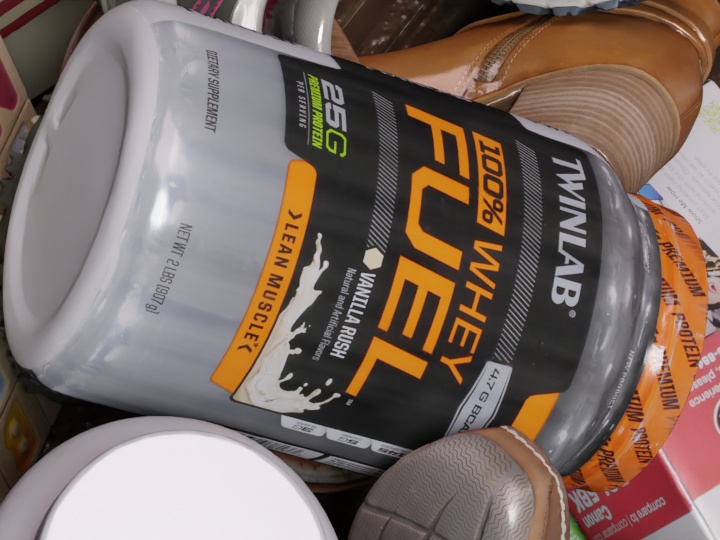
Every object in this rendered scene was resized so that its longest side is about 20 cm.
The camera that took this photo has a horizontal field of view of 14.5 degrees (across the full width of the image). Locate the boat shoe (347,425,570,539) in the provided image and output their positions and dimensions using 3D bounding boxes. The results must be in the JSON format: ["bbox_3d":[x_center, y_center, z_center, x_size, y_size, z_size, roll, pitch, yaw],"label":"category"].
[{"bbox_3d":[0.040,0.111,0.888,0.072,0.200,0.076,-25,59,-25],"label":"boat shoe"}]

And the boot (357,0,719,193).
[{"bbox_3d":[0.035,-0.068,1.081,0.199,0.074,0.155,8,32,20],"label":"boot"}]

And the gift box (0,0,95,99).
[{"bbox_3d":[-0.177,-0.135,0.998,0.200,0.185,0.186,41,56,22],"label":"gift box"}]

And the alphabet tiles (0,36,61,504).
[{"bbox_3d":[-0.138,0.004,0.921,0.006,0.200,0.167,4,51,21],"label":"alphabet tiles"}]

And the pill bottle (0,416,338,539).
[{"bbox_3d":[-0.064,0.105,0.851,0.110,0.200,0.112,2,76,-10],"label":"pill bottle"}]

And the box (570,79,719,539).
[{"bbox_3d":[0.107,0.028,1.059,0.200,0.036,0.144,-31,70,-30],"label":"box"}]

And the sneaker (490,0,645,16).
[{"bbox_3d":[0.058,-0.160,1.083,0.077,0.087,0.200,-22,35,-32],"label":"sneaker"}]

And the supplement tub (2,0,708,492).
[{"bbox_3d":[0.000,0.000,0.876,0.199,0.123,0.123,15,54,-23],"label":"supplement tub"}]

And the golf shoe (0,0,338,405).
[{"bbox_3d":[-0.061,-0.042,0.945,0.088,0.201,0.077,24,11,30],"label":"golf shoe"}]

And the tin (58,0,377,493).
[{"bbox_3d":[-0.030,-0.018,0.999,0.201,0.112,0.042,62,26,10],"label":"tin"}]

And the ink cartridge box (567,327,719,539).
[{"bbox_3d":[0.177,0.106,0.973,0.146,0.083,0.201,-27,83,-28],"label":"ink cartridge box"}]
